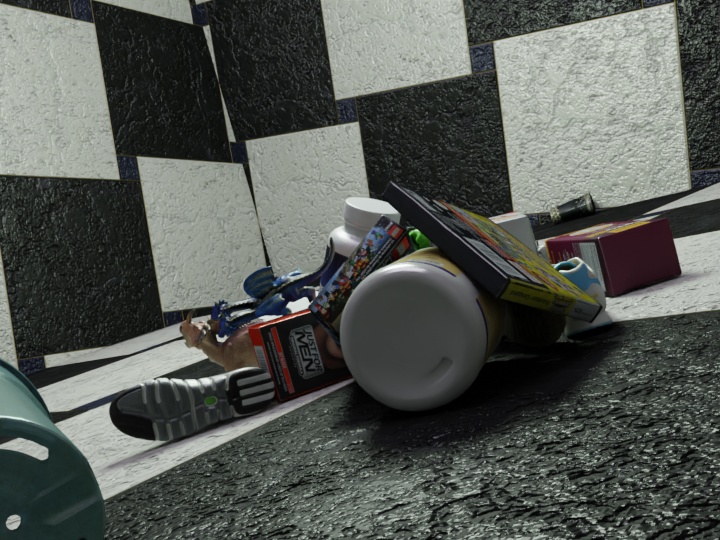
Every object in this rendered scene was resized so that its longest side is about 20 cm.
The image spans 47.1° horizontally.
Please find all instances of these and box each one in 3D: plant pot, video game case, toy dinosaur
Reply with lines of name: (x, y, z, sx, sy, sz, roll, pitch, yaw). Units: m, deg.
plant pot: (-0.274, 0.154, 0.549, 0.200, 0.200, 0.196, -18, 11, -35)
video game case: (0.142, -0.020, 0.893, 0.181, 0.026, 0.200, 14, 23, -44)
toy dinosaur: (-0.157, 0.104, 1.189, 0.200, 0.136, 0.086, -15, 3, -5)

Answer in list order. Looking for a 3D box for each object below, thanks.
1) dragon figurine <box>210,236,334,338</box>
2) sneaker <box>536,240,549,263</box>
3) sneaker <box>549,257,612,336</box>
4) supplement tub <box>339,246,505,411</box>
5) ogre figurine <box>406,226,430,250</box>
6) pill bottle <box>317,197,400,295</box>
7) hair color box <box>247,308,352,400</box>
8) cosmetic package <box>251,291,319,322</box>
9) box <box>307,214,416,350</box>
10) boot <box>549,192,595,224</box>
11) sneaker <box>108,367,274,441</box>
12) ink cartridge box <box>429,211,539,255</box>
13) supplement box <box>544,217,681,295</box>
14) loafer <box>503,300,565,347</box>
dragon figurine: (-0.116, 0.030, 1.101, 0.200, 0.059, 0.099, -36, -20, 32)
sneaker: (0.295, -0.009, 1.402, 0.200, 0.082, 0.075, -16, 3, -5)
sneaker: (0.259, 0.025, 1.019, 0.076, 0.081, 0.200, -17, 2, 2)
supplement tub: (0.074, 0.052, 0.867, 0.145, 0.146, 0.200, -15, 3, 19)
ogre figurine: (0.058, 0.007, 1.313, 0.120, 0.098, 0.200, 0, -19, 8)
pill bottle: (0.000, 0.000, 1.208, 0.111, 0.200, 0.111, 10, 17, -3)
hair color box: (-0.038, 0.093, 1.101, 0.200, 0.102, 0.061, -18, 3, -23)
cosmetic package: (-0.060, 0.088, 1.344, 0.151, 0.052, 0.200, 8, 14, 27)
box: (0.018, 0.036, 0.992, 0.137, 0.038, 0.200, -51, -24, -10)
boot: (0.749, -0.218, 2.926, 0.154, 0.074, 0.204, -18, 1, 15)
sneaker: (-0.214, 0.168, 1.048, 0.200, 0.075, 0.115, -6, -5, -17)
ink cartridge box: (0.189, -0.001, 1.228, 0.145, 0.145, 0.200, -14, 4, 7)
supplement box: (0.368, -0.021, 1.228, 0.110, 0.086, 0.200, -16, 3, -9)
loafer: (0.178, 0.030, 0.995, 0.067, 0.076, 0.200, -26, 29, -24)
